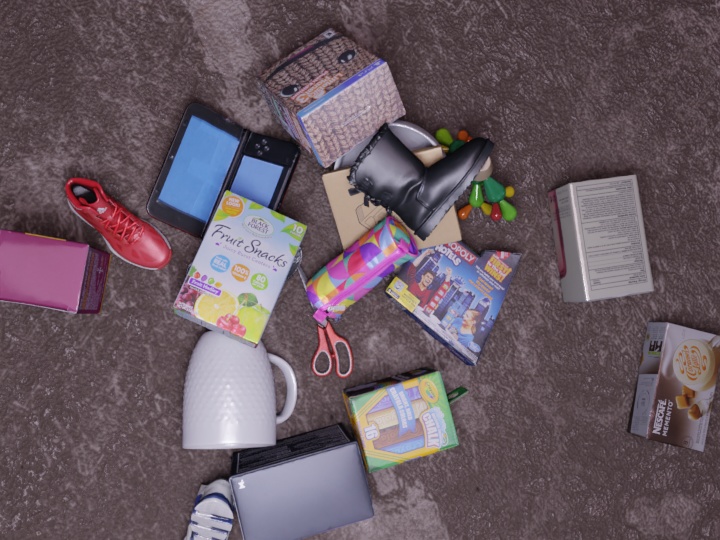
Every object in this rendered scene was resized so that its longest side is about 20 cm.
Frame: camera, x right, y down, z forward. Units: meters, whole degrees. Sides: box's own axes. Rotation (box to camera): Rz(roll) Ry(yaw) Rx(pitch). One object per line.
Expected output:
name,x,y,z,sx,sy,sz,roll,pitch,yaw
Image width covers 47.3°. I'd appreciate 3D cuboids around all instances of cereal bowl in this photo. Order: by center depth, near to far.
cereal bowl,0.055,-0.158,1.370,0.197,0.084,0.203,3,116,5

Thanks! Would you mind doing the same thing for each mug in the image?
mug,-0.187,0.191,1.318,0.198,0.147,0.178,9,72,-37

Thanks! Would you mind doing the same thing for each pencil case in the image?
pencil case,0.000,0.000,1.336,0.200,0.088,0.089,-41,93,21

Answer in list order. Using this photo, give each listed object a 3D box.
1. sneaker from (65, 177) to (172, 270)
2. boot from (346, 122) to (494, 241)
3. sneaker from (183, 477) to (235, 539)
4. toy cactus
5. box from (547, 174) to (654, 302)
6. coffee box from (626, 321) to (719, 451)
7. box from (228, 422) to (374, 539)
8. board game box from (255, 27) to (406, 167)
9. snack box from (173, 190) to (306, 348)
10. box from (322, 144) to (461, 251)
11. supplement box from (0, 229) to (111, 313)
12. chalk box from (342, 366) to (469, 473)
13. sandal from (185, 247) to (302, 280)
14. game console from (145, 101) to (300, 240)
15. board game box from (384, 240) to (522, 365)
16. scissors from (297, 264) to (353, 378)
sneaker,-0.391,-0.072,1.306,0.199,0.116,0.079,34,83,-5
boot,0.087,-0.161,1.258,0.162,0.073,0.199,38,102,-3
sneaker,-0.239,0.411,1.321,0.080,0.115,0.201,21,113,-4
toy cactus,0.186,-0.163,1.370,0.101,0.165,0.202,-30,84,2
box,0.411,-0.053,1.419,0.126,0.109,0.203,-7,88,-8
coffee box,0.549,0.201,1.439,0.113,0.080,0.203,14,85,-7
box,-0.097,0.334,1.283,0.197,0.198,0.125,-14,89,-8
board game box,-0.051,-0.281,1.316,0.159,0.200,0.097,-35,131,-8
snack box,-0.185,-0.002,1.270,0.141,0.053,0.202,24,74,-5
box,0.053,-0.103,1.338,0.197,0.021,0.165,-12,113,11
supplement box,-0.466,0.007,1.249,0.129,0.200,0.105,11,86,-8
chalk box,0.083,0.235,1.351,0.197,0.125,0.126,-14,89,-7
sandal,-0.189,-0.002,1.364,0.198,0.048,0.076,-14,90,-9
game console,-0.218,-0.145,1.327,0.171,0.118,0.202,18,84,28
board game box,0.172,0.021,1.406,0.199,0.062,0.201,39,81,-3
scissors,-0.059,0.085,1.390,0.072,0.014,0.203,-9,92,-4
